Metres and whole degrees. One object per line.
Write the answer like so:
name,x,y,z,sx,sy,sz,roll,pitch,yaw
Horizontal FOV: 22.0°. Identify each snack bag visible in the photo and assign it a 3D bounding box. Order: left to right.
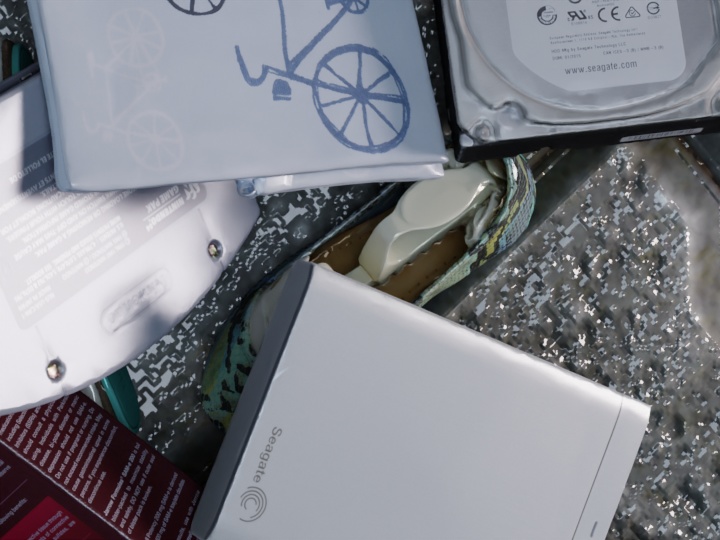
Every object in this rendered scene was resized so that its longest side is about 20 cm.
snack bag,-0.063,-0.123,0.836,0.199,0.021,0.190,-8,80,-29

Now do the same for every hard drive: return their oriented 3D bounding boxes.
hard drive,0.033,0.092,0.866,0.199,0.027,0.133,23,87,-26
hard drive,0.100,-0.159,0.876,0.139,0.038,0.201,-6,80,-3

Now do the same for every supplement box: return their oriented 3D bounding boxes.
supplement box,-0.151,0.110,0.847,0.200,0.061,0.109,40,125,-15

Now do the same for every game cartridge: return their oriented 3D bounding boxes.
game cartridge,-0.127,-0.024,0.818,0.200,0.040,0.134,-40,111,-47

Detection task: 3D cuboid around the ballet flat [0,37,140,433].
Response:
ballet flat,-0.160,-0.004,0.860,0.069,0.069,0.201,-18,101,-11

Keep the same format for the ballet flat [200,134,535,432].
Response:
ballet flat,0.000,0.000,0.890,0.200,0.074,0.074,-42,104,-10
